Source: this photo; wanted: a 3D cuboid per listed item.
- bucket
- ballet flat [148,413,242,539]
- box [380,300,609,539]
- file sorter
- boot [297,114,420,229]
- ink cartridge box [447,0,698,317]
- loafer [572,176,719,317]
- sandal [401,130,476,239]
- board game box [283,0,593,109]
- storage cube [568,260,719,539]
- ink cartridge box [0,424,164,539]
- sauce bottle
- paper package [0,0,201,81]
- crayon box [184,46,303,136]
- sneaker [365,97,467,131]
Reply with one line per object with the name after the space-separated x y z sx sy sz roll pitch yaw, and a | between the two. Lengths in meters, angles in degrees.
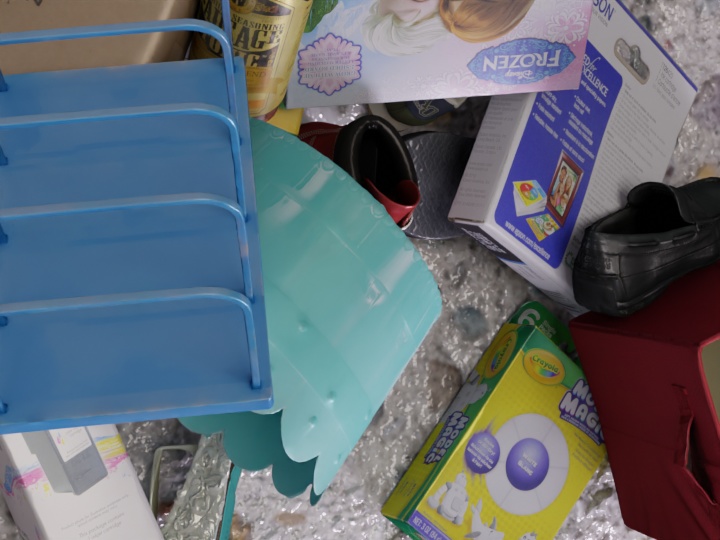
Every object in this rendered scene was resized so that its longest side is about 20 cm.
-0.061 0.019 0.843 0.207 0.207 0.135 48 71 -19 | bucket
-0.101 0.114 0.958 0.071 0.072 0.202 20 81 -26 | ballet flat
0.117 0.132 1.076 0.117 0.048 0.201 41 72 -22 | box
-0.120 -0.042 0.698 0.137 0.123 0.202 -5 64 -3 | file sorter
0.000 0.000 0.959 0.072 0.144 0.202 -15 99 -27 | boot
0.158 -0.088 1.056 0.197 0.047 0.201 33 73 -47 | ink cartridge box
0.223 -0.033 1.058 0.200 0.068 0.071 -29 126 -42 | loafer
0.078 -0.068 1.056 0.199 0.043 0.077 -11 102 -38 | sandal
0.049 -0.197 0.884 0.198 0.041 0.201 -6 131 -10 | board game box
0.276 0.091 1.021 0.199 0.180 0.172 -21 100 -17 | storage cube
-0.192 0.099 0.879 0.067 0.117 0.201 -25 100 -22 | ink cartridge box
-0.057 -0.166 0.820 0.065 0.201 0.066 8 51 -10 | sauce bottle
-0.190 -0.168 0.849 0.189 0.103 0.201 23 84 -2 | paper package
-0.081 -0.197 0.960 0.118 0.058 0.202 16 84 -26 | crayon box
0.086 -0.182 1.027 0.067 0.090 0.201 40 74 -21 | sneaker
